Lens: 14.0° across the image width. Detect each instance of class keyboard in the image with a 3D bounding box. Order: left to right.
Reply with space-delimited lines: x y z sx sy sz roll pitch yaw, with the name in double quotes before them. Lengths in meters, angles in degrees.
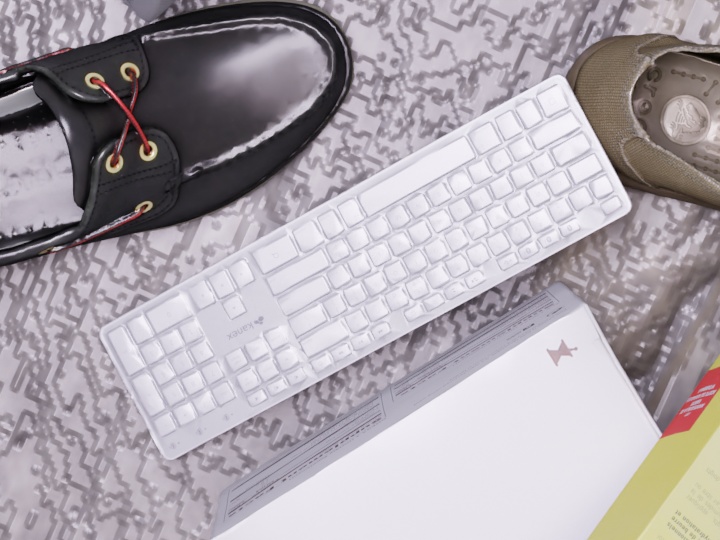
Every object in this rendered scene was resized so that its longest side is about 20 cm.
"keyboard" 0.000 0.000 1.072 0.199 0.011 0.056 -29 95 12

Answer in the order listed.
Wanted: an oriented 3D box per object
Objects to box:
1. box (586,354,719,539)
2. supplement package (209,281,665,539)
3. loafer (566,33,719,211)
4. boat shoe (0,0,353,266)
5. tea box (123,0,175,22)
"box" 0.146 0.059 0.982 0.075 0.050 0.200 41 71 -11
"supplement package" 0.062 0.131 1.050 0.155 0.111 0.201 -32 93 1
"loafer" 0.171 -0.041 1.062 0.199 0.067 0.077 8 94 -1
"boat shoe" -0.096 -0.045 1.062 0.200 0.063 0.074 -19 91 -1
"tea box" -0.039 -0.204 0.973 0.197 0.200 0.134 -42 93 -7
